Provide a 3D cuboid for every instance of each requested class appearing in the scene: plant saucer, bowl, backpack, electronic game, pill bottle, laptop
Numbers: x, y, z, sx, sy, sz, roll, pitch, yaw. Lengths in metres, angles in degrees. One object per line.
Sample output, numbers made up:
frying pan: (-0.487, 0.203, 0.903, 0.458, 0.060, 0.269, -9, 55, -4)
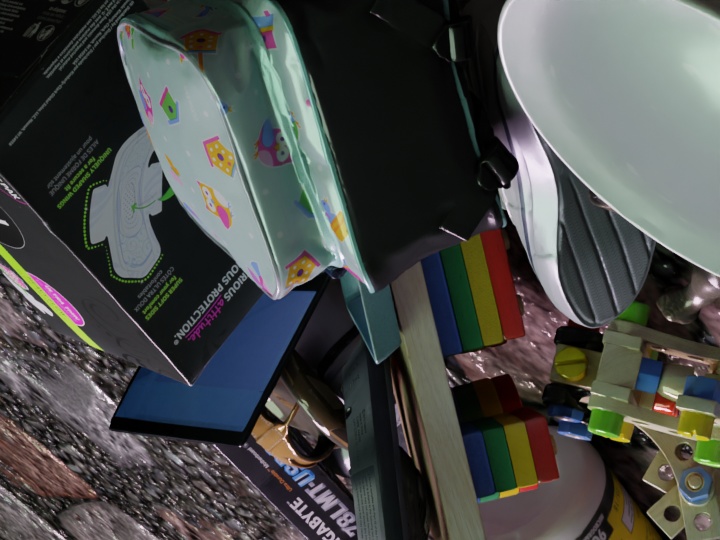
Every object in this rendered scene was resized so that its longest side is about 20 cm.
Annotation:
plant saucer: (0.000, 0.000, 1.462, 0.200, 0.019, 0.070, -128, 25, -81)
bowl: (0.163, -0.084, 1.129, 0.201, 0.090, 0.201, 32, 159, 14)
backpack: (-0.031, -0.091, 1.313, 0.200, 0.153, 0.176, -126, 14, -62)
electronic game: (0.018, 0.134, 1.479, 0.042, 0.200, 0.200, -6, 151, 1)
pill bottle: (0.146, 0.203, 1.717, 0.114, 0.114, 0.200, 11, 147, 50)
laptop: (-0.105, -0.011, 1.599, 0.177, 0.103, 0.200, 1, 113, 58)

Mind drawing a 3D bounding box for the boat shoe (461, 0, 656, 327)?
boat shoe: (0.098, -0.060, 1.336, 0.067, 0.074, 0.200, 40, 154, 41)

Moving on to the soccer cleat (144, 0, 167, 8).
soccer cleat: (-0.139, -0.171, 1.466, 0.200, 0.069, 0.078, 35, 144, 30)

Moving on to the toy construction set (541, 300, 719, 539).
toy construction set: (0.168, 0.076, 1.468, 0.131, 0.092, 0.200, 11, 156, 12)

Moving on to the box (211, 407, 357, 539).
box: (-0.095, 0.089, 1.865, 0.199, 0.050, 0.200, 48, 179, -36)

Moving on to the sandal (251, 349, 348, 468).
sandal: (-0.045, 0.086, 1.634, 0.082, 0.055, 0.200, 48, 171, -10)

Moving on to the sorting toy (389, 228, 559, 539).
sorting toy: (0.055, 0.050, 1.496, 0.199, 0.069, 0.200, -165, 62, -86)

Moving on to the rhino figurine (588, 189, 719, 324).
rhino figurine: (0.186, -0.007, 1.290, 0.200, 0.060, 0.087, 40, 140, -3)

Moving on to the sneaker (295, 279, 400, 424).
sneaker: (-0.012, 0.039, 1.700, 0.115, 0.075, 0.200, 47, 175, 16)

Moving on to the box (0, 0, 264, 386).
box: (-0.148, -0.058, 1.451, 0.148, 0.124, 0.200, 17, 152, 51)

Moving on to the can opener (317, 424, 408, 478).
can opener: (-0.039, 0.069, 1.839, 0.200, 0.079, 0.063, 40, -162, 5)
